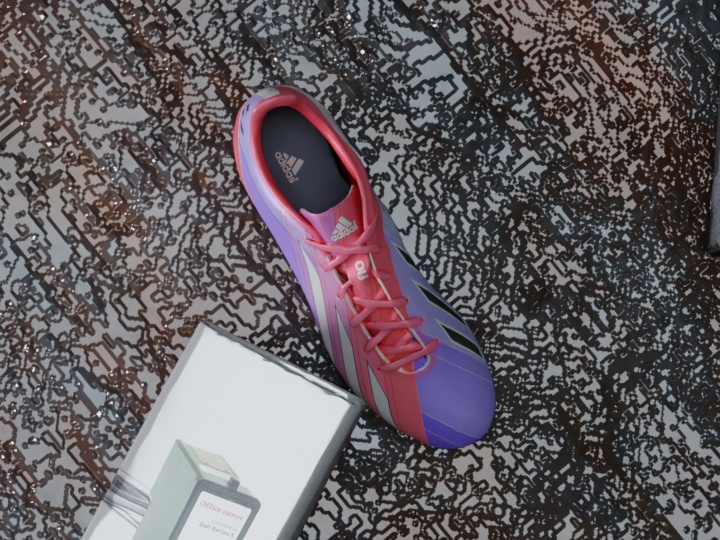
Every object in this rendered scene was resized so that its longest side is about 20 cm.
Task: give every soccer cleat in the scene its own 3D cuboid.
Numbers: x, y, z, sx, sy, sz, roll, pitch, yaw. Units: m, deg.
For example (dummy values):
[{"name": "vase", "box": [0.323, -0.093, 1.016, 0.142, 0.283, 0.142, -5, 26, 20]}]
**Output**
[{"name": "soccer cleat", "box": [0.000, 0.000, 1.034, 0.067, 0.076, 0.200, -30, 87, -3]}]

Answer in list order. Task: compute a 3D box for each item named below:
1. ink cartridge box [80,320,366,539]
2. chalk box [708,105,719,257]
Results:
[{"name": "ink cartridge box", "box": [-0.079, 0.130, 0.989, 0.084, 0.146, 0.200, 28, 86, 2]}, {"name": "chalk box", "box": [0.242, -0.104, 1.016, 0.123, 0.124, 0.201, 5, 87, 0]}]
